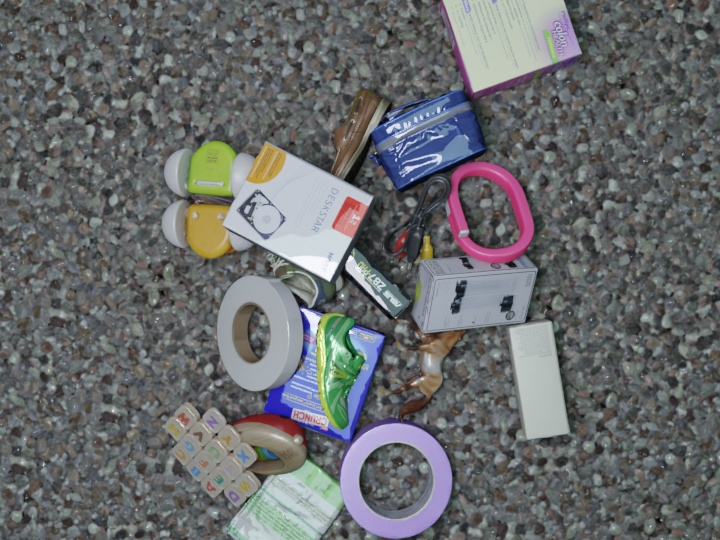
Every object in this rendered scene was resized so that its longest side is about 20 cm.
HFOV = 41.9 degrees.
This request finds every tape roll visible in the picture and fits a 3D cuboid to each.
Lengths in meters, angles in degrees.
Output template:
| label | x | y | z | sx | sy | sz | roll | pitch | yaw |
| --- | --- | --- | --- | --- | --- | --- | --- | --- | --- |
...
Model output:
| label | x | y | z | sx | sy | sz | roll | pitch | yaw |
| --- | --- | --- | --- | --- | --- | --- | --- | --- | --- |
| tape roll | -0.178 | 0.108 | 1.645 | 0.202 | 0.037 | 0.205 | 1 | 91 | 45 |
| tape roll | 0.061 | 0.368 | 1.673 | 0.198 | 0.066 | 0.202 | 0 | 90 | -2 |

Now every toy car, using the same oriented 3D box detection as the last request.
| label | x | y | z | sx | sy | sz | roll | pitch | yaw |
| --- | --- | --- | --- | --- | --- | --- | --- | --- | --- |
| toy car | -0.245 | -0.124 | 1.650 | 0.173 | 0.150 | 0.202 | 5 | 95 | 17 |

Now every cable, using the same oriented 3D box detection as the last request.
| label | x | y | z | sx | sy | sz | roll | pitch | yaw |
| --- | --- | --- | --- | --- | --- | --- | --- | --- | --- |
| cable | 0.100 | -0.086 | 1.654 | 0.096 | 0.050 | 0.202 | 22 | 114 | 14 |

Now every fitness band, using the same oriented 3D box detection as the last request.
| label | x | y | z | sx | sy | sz | roll | pitch | yaw |
| --- | --- | --- | --- | --- | --- | --- | --- | --- | --- |
| fitness band | 0.223 | -0.104 | 1.631 | 0.142 | 0.038 | 0.202 | -5 | 58 | -11 |

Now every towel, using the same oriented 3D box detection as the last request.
| label | x | y | z | sx | sy | sz | roll | pitch | yaw |
| --- | --- | --- | --- | --- | --- | --- | --- | --- | --- |
| towel | -0.129 | 0.440 | 1.715 | 0.149 | 0.031 | 0.201 | 38 | 90 | 0 |

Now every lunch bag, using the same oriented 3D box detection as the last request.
| label | x | y | z | sx | sy | sz | roll | pitch | yaw |
| --- | --- | --- | --- | --- | --- | --- | --- | --- | --- |
| lunch bag | 0.109 | -0.229 | 1.636 | 0.198 | 0.136 | 0.133 | -24 | 89 | 4 |

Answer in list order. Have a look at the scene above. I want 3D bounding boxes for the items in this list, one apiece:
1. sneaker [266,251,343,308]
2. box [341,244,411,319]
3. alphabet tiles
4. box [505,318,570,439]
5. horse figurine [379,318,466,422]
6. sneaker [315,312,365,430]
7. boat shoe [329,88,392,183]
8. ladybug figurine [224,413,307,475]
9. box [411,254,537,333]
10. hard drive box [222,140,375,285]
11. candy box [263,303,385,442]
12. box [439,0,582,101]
| label | x | y | z | sx | sy | sz | roll | pitch | yaw |
| --- | --- | --- | --- | --- | --- | --- | --- | --- | --- |
| sneaker | -0.126 | -0.015 | 1.665 | 0.200 | 0.090 | 0.067 | 42 | 137 | 1 |
| box | 0.000 | 0.000 | 1.632 | 0.200 | 0.161 | 0.049 | 44 | 88 | 1 |
| alphabet tiles | -0.262 | 0.326 | 1.661 | 0.200 | 0.015 | 0.196 | 47 | 134 | 2 |
| box | 0.313 | 0.191 | 1.665 | 0.081 | 0.068 | 0.202 | -8 | 91 | 3 |
| horse figurine | 0.110 | 0.168 | 1.668 | 0.131 | 0.050 | 0.202 | 9 | 98 | -27 |
| sneaker | -0.032 | 0.173 | 1.604 | 0.083 | 0.074 | 0.202 | -3 | 90 | 5 |
| boat shoe | -0.019 | -0.228 | 1.681 | 0.068 | 0.072 | 0.201 | 28 | 83 | 7 |
| ladybug figurine | -0.166 | 0.302 | 1.655 | 0.199 | 0.072 | 0.136 | -15 | 130 | 40 |
| box | 0.194 | 0.036 | 1.614 | 0.198 | 0.060 | 0.118 | -6 | 124 | -19 |
| hard drive box | -0.097 | -0.091 | 1.521 | 0.199 | 0.077 | 0.157 | 26 | 86 | 5 |
| candy box | -0.064 | 0.182 | 1.680 | 0.168 | 0.077 | 0.202 | 19 | 91 | 1 |
| box | 0.259 | -0.419 | 1.646 | 0.198 | 0.097 | 0.177 | -19 | 90 | 4 |
